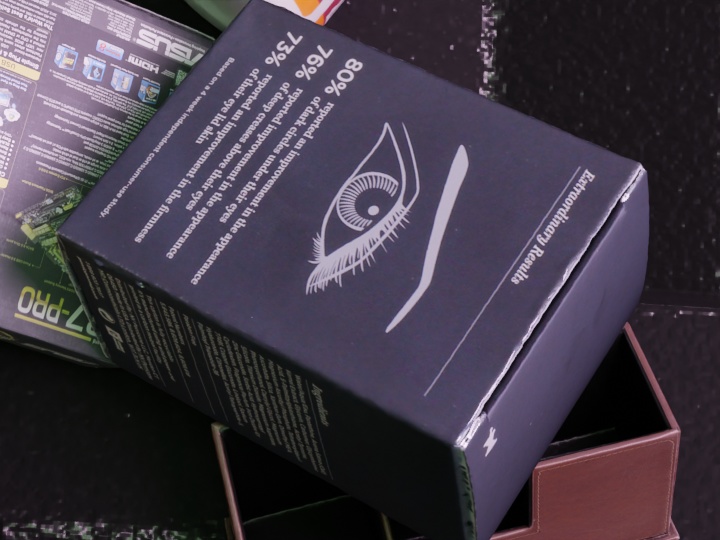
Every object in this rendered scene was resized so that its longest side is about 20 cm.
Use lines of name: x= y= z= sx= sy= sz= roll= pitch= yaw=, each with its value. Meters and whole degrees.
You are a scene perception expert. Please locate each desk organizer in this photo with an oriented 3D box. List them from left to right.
desk organizer: x=0.038 y=0.093 z=0.773 sx=0.198 sy=0.077 sz=0.072 roll=-13 pitch=47 yaw=-7

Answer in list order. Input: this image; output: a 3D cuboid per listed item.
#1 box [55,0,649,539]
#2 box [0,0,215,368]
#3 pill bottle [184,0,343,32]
box: x=0.000 y=0.000 z=0.728 sx=0.199 sy=0.105 sz=0.148 roll=27 pitch=64 yaw=22
box: x=-0.175 y=-0.061 z=0.769 sx=0.198 sy=0.049 sz=0.163 roll=20 pitch=77 yaw=-29
pill bottle: x=-0.010 y=-0.206 z=0.814 sx=0.109 sy=0.110 sz=0.200 roll=39 pitch=80 yaw=2
